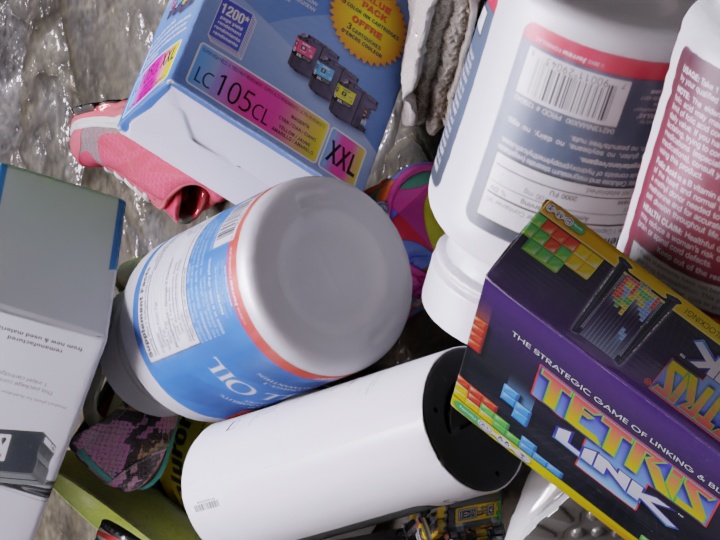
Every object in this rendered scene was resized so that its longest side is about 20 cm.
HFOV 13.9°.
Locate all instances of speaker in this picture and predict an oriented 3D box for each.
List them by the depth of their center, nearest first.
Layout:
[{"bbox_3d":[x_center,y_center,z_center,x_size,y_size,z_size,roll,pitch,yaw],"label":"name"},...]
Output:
[{"bbox_3d":[-0.005,0.101,1.616,0.199,0.081,0.082,-20,74,43],"label":"speaker"}]

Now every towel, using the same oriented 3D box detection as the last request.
[{"bbox_3d":[0.044,-0.166,1.617,0.200,0.034,0.133,102,172,-68],"label":"towel"}]

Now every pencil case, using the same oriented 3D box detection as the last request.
[{"bbox_3d":[0.000,0.000,1.740,0.200,0.088,0.089,-27,69,56],"label":"pencil case"}]

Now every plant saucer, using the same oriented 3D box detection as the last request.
[{"bbox_3d":[-0.121,0.173,1.876,0.031,0.200,0.200,-51,35,-11],"label":"plant saucer"}]

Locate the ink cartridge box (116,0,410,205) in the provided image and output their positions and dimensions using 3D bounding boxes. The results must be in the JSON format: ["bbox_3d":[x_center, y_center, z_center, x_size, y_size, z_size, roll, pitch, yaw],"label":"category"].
[{"bbox_3d":[-0.042,-0.138,1.709,0.076,0.136,0.201,-33,31,50],"label":"ink cartridge box"}]

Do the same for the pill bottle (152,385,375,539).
[{"bbox_3d":[-0.076,0.106,1.836,0.200,0.111,0.112,22,109,55],"label":"pill bottle"}]

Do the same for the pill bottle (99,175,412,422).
[{"bbox_3d":[-0.067,0.024,1.673,0.200,0.112,0.113,-24,71,55],"label":"pill bottle"}]

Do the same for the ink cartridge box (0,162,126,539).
[{"bbox_3d":[-0.208,0.063,1.746,0.145,0.084,0.201,-89,18,-55],"label":"ink cartridge box"}]

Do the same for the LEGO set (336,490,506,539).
[{"bbox_3d":[0.023,0.210,1.660,0.154,0.115,0.201,147,112,-69],"label":"LEGO set"}]

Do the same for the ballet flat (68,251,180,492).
[{"bbox_3d":[-0.127,0.038,1.794,0.069,0.071,0.201,-22,38,46],"label":"ballet flat"}]

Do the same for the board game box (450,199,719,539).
[{"bbox_3d":[0.142,0.076,1.415,0.200,0.057,0.166,37,160,12],"label":"board game box"}]

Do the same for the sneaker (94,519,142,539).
[{"bbox_3d":[-0.119,0.241,1.817,0.094,0.200,0.070,-51,37,-12],"label":"sneaker"}]

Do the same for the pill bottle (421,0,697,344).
[{"bbox_3d":[0.101,-0.061,1.554,0.120,0.119,0.201,47,128,45],"label":"pill bottle"}]

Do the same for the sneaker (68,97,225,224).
[{"bbox_3d":[-0.135,-0.072,1.951,0.200,0.073,0.087,-7,86,56],"label":"sneaker"}]

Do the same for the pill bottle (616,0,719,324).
[{"bbox_3d":[0.197,-0.064,1.414,0.114,0.114,0.201,42,126,47],"label":"pill bottle"}]

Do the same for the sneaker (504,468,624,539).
[{"bbox_3d":[0.127,0.095,1.578,0.201,0.076,0.081,-62,32,30],"label":"sneaker"}]
